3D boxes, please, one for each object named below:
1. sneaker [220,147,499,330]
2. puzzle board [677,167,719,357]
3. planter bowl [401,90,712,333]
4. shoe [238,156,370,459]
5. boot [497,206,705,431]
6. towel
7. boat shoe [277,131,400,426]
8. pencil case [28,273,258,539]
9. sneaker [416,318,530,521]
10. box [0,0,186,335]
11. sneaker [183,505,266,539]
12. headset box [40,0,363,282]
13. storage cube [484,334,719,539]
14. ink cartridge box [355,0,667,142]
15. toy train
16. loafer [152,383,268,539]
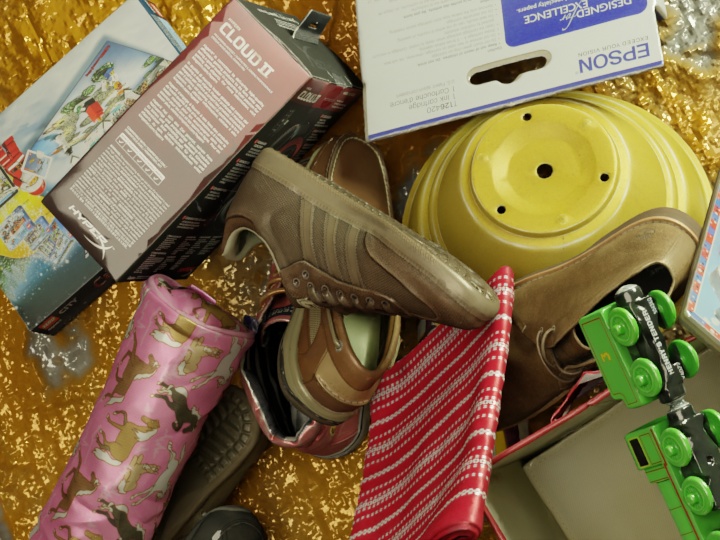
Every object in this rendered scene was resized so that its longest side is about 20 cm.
[{"bbox_3d":[-0.002,0.000,1.579,0.200,0.070,0.076,34,95,38],"label":"sneaker"},{"bbox_3d":[0.257,0.025,1.531,0.151,0.200,0.017,39,121,-7],"label":"puzzle board"},{"bbox_3d":[0.118,-0.045,1.634,0.200,0.083,0.201,-4,62,8],"label":"planter bowl"},{"bbox_3d":[-0.033,0.020,1.711,0.071,0.091,0.200,-4,83,19],"label":"shoe"},{"bbox_3d":[0.116,0.039,1.559,0.074,0.075,0.200,47,120,-6],"label":"boot"},{"bbox_3d":[0.037,0.106,1.548,0.145,0.022,0.200,-44,26,43],"label":"towel"},{"bbox_3d":[0.000,0.000,1.655,0.074,0.076,0.200,-35,43,45],"label":"boat shoe"},{"bbox_3d":[-0.139,0.106,1.666,0.083,0.086,0.200,33,101,42],"label":"pencil case"},{"bbox_3d":[0.067,0.059,1.671,0.075,0.090,0.200,-10,81,18],"label":"sneaker"},{"bbox_3d":[-0.182,-0.071,1.802,0.200,0.038,0.137,-40,74,11],"label":"box"},{"bbox_3d":[-0.080,0.253,1.701,0.079,0.075,0.200,8,94,58],"label":"sneaker"},{"bbox_3d":[-0.089,-0.087,1.674,0.075,0.149,0.200,46,101,9],"label":"headset box"},{"bbox_3d":[0.193,0.144,1.558,0.171,0.180,0.200,-33,82,13],"label":"storage cube"},{"bbox_3d":[0.092,-0.181,1.686,0.197,0.047,0.200,-13,63,16],"label":"ink cartridge box"},{"bbox_3d":[0.177,0.103,1.441,0.056,0.042,0.200,-26,87,58],"label":"toy train"},{"bbox_3d":[-0.129,0.151,1.744,0.200,0.067,0.076,-39,70,19],"label":"loafer"}]
